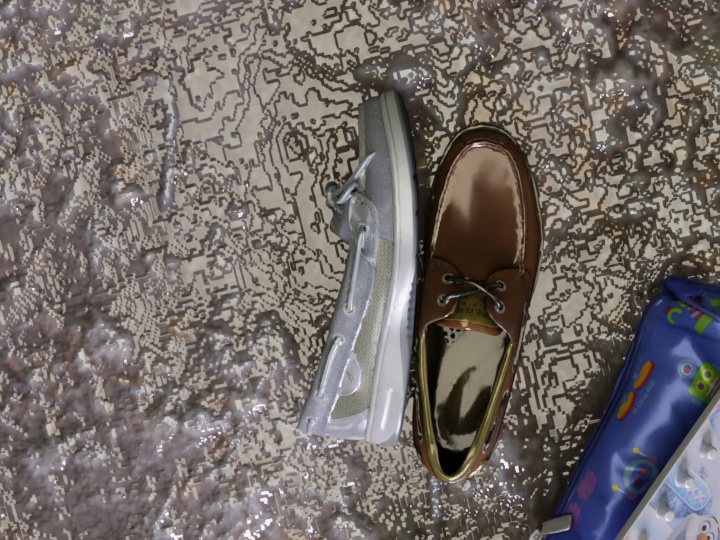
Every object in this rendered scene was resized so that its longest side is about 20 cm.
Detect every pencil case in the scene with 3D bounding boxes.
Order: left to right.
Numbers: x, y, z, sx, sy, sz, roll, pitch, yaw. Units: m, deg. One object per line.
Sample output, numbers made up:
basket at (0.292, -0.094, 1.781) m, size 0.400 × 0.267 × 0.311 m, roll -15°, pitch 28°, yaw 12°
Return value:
pencil case at (0.163, 0.101, 0.760) m, size 0.086 × 0.078 × 0.202 m, roll 21°, pitch 101°, yaw -21°

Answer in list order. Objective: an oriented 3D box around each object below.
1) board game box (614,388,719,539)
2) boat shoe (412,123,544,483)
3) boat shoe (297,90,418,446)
board game box at (0.229, 0.164, 0.724) m, size 0.200 × 0.026 × 0.201 m, roll 42°, pitch 80°, yaw -24°
boat shoe at (0.067, 0.020, 0.763) m, size 0.071 × 0.068 × 0.203 m, roll 3°, pitch 99°, yaw 6°
boat shoe at (0.000, 0.000, 0.767) m, size 0.064 × 0.075 × 0.205 m, roll 4°, pitch 106°, yaw 1°
